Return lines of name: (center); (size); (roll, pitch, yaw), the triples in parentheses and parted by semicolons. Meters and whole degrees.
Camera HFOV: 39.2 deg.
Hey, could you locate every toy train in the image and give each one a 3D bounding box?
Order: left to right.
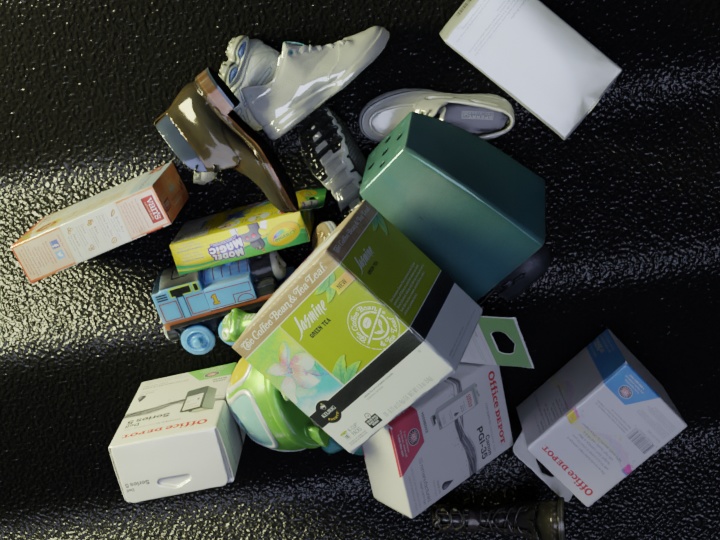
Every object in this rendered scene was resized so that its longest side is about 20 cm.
toy train: (-0.174, 0.036, 1.337); (0.199, 0.087, 0.115); (-15, 119, 6)

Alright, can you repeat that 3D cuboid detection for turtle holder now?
turtle holder: (-0.110, 0.148, 1.285); (0.131, 0.142, 0.186); (-15, 137, 34)

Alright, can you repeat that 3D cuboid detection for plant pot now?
plant pot: (0.107, -0.090, 1.243); (0.200, 0.142, 0.141); (36, 125, -17)

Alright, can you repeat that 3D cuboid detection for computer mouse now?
computer mouse: (0.177, 0.034, 1.369); (0.200, 0.034, 0.059); (-43, 103, 13)

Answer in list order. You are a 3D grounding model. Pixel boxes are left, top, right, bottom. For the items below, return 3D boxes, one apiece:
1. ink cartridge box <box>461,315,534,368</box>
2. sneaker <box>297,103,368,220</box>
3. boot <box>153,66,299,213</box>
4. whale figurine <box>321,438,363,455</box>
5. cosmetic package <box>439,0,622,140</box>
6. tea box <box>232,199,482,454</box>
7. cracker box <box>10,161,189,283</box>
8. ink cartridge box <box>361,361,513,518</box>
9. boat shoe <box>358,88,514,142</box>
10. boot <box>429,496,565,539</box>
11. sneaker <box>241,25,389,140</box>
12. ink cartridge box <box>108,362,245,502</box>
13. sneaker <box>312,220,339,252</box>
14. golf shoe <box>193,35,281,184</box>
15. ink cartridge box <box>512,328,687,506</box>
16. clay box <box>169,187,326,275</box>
ink cartridge box: (0.112, 0.070, 1.279); (0.199, 0.048, 0.146); (0, 150, 20)
sneaker: (-0.012, -0.129, 1.303); (0.066, 0.090, 0.201); (-35, 79, 28)
boot: (-0.161, -0.136, 1.225); (0.097, 0.075, 0.201); (-33, 95, 9)
whale figurine: (-0.033, 0.185, 1.383); (0.198, 0.104, 0.160); (12, 108, -2)
cosmetic package: (0.209, -0.268, 1.248); (0.200, 0.081, 0.113); (38, 105, -12)
tea box: (-0.003, 0.067, 1.174); (0.197, 0.134, 0.200); (42, 125, -4)
cracker box: (-0.327, -0.063, 1.290); (0.199, 0.134, 0.058); (-23, 107, 8)
ink cartridge box: (0.100, 0.206, 1.339); (0.199, 0.083, 0.147); (-28, 117, -31)
boat shoe: (0.097, -0.189, 1.281); (0.198, 0.066, 0.073); (2, 108, 0)
boot: (0.185, 0.348, 1.398); (0.173, 0.200, 0.070); (2, 76, -6)
sneaker: (-0.055, -0.253, 1.240); (0.200, 0.075, 0.089); (-39, 98, -9)
ink cartridge box: (-0.233, 0.210, 1.342); (0.144, 0.200, 0.085); (-12, 108, 4)
sneaker: (0.000, 0.000, 1.306); (0.112, 0.072, 0.201); (-13, 144, -11)
golf shoe: (-0.151, -0.191, 1.281); (0.097, 0.078, 0.201); (20, 108, -12)
ink cartridge box: (0.312, 0.206, 1.374); (0.200, 0.125, 0.129); (-43, 103, 14)
clay box: (-0.136, -0.053, 1.301); (0.199, 0.115, 0.048); (-13, 107, 5)
